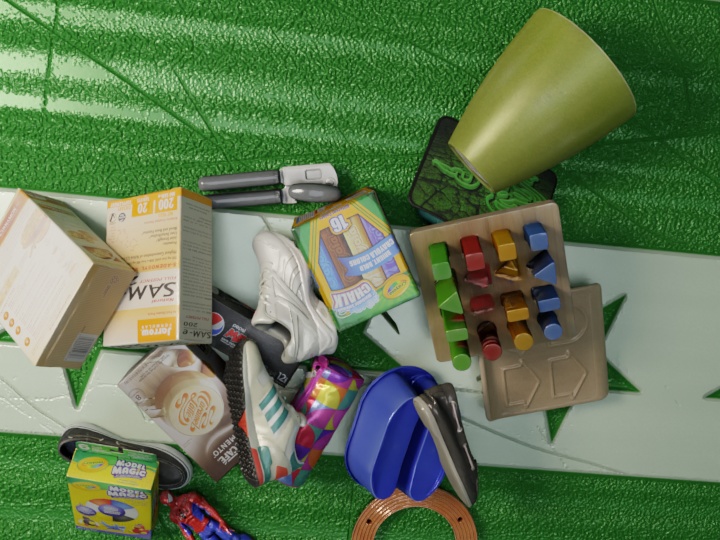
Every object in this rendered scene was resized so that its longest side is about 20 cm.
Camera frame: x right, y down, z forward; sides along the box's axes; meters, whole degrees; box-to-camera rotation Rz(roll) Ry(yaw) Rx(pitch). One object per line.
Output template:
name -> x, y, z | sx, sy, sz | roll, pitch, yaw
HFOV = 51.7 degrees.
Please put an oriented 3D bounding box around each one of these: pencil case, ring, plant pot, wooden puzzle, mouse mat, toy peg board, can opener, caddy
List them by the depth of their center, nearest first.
plant pot -> 0.221, -0.203, 0.983 | 0.200, 0.187, 0.187 | -43, 100, 7
toy peg board -> 0.182, 0.033, 0.984 | 0.199, 0.098, 0.200 | -12, 111, 7
can opener -> -0.127, -0.117, 1.037 | 0.200, 0.066, 0.053 | -4, 100, 2
mouse mat -> 0.176, -0.116, 1.041 | 0.200, 0.008, 0.161 | 26, 65, -9
pencil case -> -0.075, 0.215, 1.088 | 0.088, 0.088, 0.200 | 26, 97, -8
caddy -> 0.058, 0.241, 1.093 | 0.141, 0.105, 0.200 | 13, 100, -30
wooden puzzle -> 0.268, 0.119, 1.109 | 0.200, 0.046, 0.185 | -11, 106, -7
ring -> 0.084, 0.428, 1.169 | 0.200, 0.019, 0.201 | 0, 100, -3

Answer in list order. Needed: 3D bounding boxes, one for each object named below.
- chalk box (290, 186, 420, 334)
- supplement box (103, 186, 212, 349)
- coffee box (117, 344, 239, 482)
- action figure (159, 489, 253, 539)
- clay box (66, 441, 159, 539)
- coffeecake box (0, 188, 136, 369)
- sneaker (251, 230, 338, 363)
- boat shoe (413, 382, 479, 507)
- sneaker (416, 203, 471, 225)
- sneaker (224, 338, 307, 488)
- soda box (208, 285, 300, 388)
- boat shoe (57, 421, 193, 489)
chalk box -> 0.000, 0.000, 1.033 | 0.124, 0.125, 0.200 | -23, 100, 1
supplement box -> -0.268, 0.001, 0.987 | 0.126, 0.074, 0.200 | -7, 78, 23
coffee box -> -0.232, 0.187, 1.073 | 0.114, 0.080, 0.200 | -43, 100, 3
action figure -> -0.224, 0.396, 1.125 | 0.200, 0.052, 0.065 | 42, 100, -10
clay box -> -0.347, 0.313, 1.050 | 0.115, 0.048, 0.200 | 11, 138, -6
coffeecake box -> -0.411, 0.009, 0.979 | 0.200, 0.073, 0.154 | 37, 99, 30
sneaker -> -0.112, 0.036, 1.021 | 0.099, 0.078, 0.200 | -21, 73, -28
boat shoe -> 0.136, 0.244, 1.032 | 0.057, 0.067, 0.200 | -29, 113, -11
sneaker -> 0.156, -0.029, 1.064 | 0.200, 0.071, 0.080 | 32, 93, -10
sneaker -> -0.126, 0.190, 1.022 | 0.093, 0.070, 0.200 | -7, 87, -30
soda box -> -0.176, 0.085, 1.063 | 0.200, 0.071, 0.063 | 32, 97, -8
boat shoe -> -0.348, 0.283, 1.094 | 0.200, 0.057, 0.069 | 20, 99, -7
